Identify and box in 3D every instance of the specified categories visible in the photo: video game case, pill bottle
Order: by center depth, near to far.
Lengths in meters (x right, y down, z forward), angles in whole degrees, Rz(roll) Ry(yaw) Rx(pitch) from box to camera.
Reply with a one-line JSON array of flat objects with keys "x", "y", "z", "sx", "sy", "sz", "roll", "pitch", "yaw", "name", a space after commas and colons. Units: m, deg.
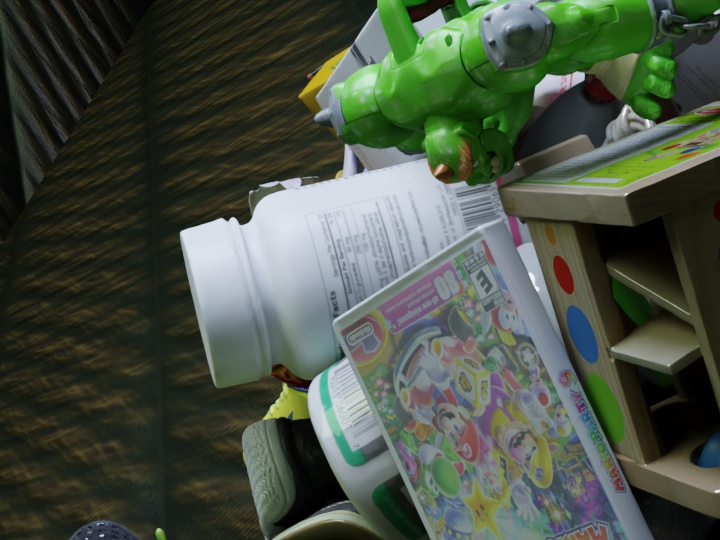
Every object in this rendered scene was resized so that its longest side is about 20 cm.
[{"x": 0.066, "y": 0.092, "z": 0.764, "sx": 0.018, "sy": 0.201, "sz": 0.143, "roll": -21, "pitch": -8, "yaw": -36, "name": "video game case"}, {"x": 0.080, "y": 0.057, "z": 0.872, "sx": 0.199, "sy": 0.113, "sz": 0.113, "roll": -32, "pitch": 23, "yaw": 13, "name": "pill bottle"}, {"x": 0.000, "y": 0.000, "z": 0.952, "sx": 0.198, "sy": 0.114, "sz": 0.113, "roll": -13, "pitch": 17, "yaw": -7, "name": "pill bottle"}]

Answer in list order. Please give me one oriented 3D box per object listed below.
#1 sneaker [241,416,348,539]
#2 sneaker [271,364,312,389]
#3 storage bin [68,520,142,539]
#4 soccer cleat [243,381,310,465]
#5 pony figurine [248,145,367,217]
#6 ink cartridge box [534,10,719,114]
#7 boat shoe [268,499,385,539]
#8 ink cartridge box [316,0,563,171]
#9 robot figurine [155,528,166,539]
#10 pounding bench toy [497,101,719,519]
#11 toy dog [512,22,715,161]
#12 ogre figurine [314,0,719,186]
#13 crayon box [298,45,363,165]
[{"x": -0.014, "y": 0.136, "z": 1.052, "sx": 0.113, "sy": 0.076, "sz": 0.200, "roll": -14, "pitch": -18, "yaw": -5, "name": "sneaker"}, {"x": -0.002, "y": 0.042, "z": 1.045, "sx": 0.077, "sy": 0.198, "sz": 0.074, "roll": -99, "pitch": 22, "yaw": -80, "name": "sneaker"}, {"x": -0.186, "y": 0.287, "z": 1.072, "sx": 0.200, "sy": 0.135, "sz": 0.094, "roll": -48, "pitch": 18, "yaw": 11, "name": "storage bin"}, {"x": -0.032, "y": 0.094, "z": 1.153, "sx": 0.200, "sy": 0.084, "sz": 0.065, "roll": -30, "pitch": 27, "yaw": 47, "name": "soccer cleat"}, {"x": 0.002, "y": -0.045, "z": 1.261, "sx": 0.194, "sy": 0.165, "sz": 0.201, "roll": 102, "pitch": -177, "yaw": -59, "name": "pony figurine"}, {"x": 0.188, "y": -0.127, "z": 1.068, "sx": 0.200, "sy": 0.067, "sz": 0.118, "roll": -38, "pitch": 24, "yaw": 34, "name": "ink cartridge box"}, {"x": -0.032, "y": 0.183, "z": 0.976, "sx": 0.201, "sy": 0.071, "sz": 0.066, "roll": -55, "pitch": 5, "yaw": 47, "name": "boat shoe"}, {"x": 0.068, "y": -0.142, "z": 0.977, "sx": 0.145, "sy": 0.084, "sz": 0.200, "roll": -38, "pitch": -1, "yaw": -17, "name": "ink cartridge box"}, {"x": -0.094, "y": 0.251, "z": 0.898, "sx": 0.116, "sy": 0.174, "sz": 0.202, "roll": 162, "pitch": 119, "yaw": -80, "name": "robot figurine"}, {"x": 0.148, "y": 0.015, "z": 0.738, "sx": 0.123, "sy": 0.157, "sz": 0.200, "roll": -22, "pitch": 11, "yaw": -17, "name": "pounding bench toy"}, {"x": 0.159, "y": -0.084, "z": 0.965, "sx": 0.200, "sy": 0.096, "sz": 0.133, "roll": 152, "pitch": 122, "yaw": -61, "name": "toy dog"}, {"x": 0.061, "y": -0.094, "z": 0.761, "sx": 0.119, "sy": 0.099, "sz": 0.199, "roll": -12, "pitch": 15, "yaw": -40, "name": "ogre figurine"}, {"x": 0.032, "y": -0.136, "z": 1.364, "sx": 0.051, "sy": 0.127, "sz": 0.200, "roll": -53, "pitch": 16, "yaw": -28, "name": "crayon box"}]
